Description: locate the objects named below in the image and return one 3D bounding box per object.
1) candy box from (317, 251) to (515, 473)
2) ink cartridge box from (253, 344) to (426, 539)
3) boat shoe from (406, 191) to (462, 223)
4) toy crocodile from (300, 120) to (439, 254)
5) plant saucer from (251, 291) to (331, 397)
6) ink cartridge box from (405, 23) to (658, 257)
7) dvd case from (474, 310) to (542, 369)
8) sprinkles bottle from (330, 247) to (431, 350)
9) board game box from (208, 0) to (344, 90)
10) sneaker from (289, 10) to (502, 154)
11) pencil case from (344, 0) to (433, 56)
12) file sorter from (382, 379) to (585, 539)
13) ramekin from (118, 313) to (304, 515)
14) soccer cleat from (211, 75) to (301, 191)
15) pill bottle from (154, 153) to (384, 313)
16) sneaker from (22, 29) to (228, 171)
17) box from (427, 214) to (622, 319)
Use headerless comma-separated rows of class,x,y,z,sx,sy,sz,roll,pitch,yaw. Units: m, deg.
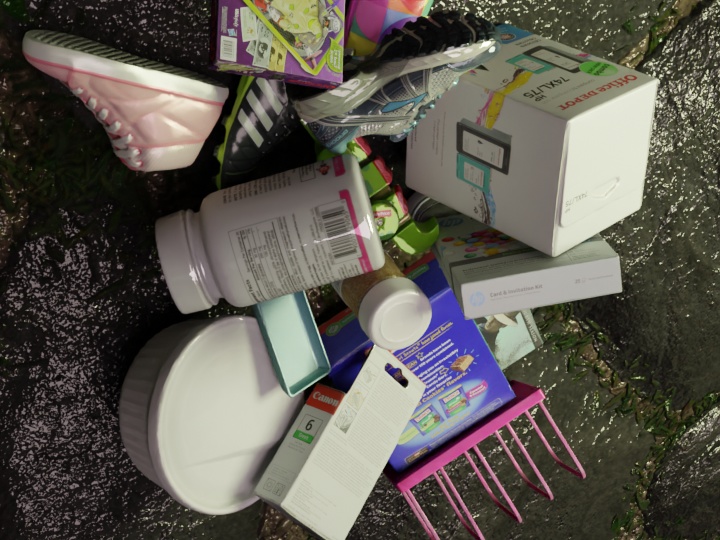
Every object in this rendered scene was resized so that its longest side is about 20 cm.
candy box,0.060,0.107,1.450,0.169,0.077,0.200,-32,130,-1
ink cartridge box,-0.018,0.178,1.369,0.109,0.050,0.201,44,69,-40
boat shoe,0.144,-0.056,1.425,0.199,0.066,0.070,2,118,-29
toy crocodile,0.004,-0.096,1.298,0.062,0.068,0.200,-35,104,9
plant saucer,-0.087,0.026,1.321,0.070,0.019,0.201,-30,107,-46
ink cartridge box,0.166,-0.134,1.280,0.146,0.199,0.147,-26,131,-37
dvd case,0.111,0.087,1.527,0.199,0.022,0.146,-32,129,-7
sprinkles bottle,0.000,0.000,1.298,0.068,0.200,0.069,-13,125,-20
board game box,-0.070,-0.265,1.128,0.119,0.032,0.202,6,79,-21
sneaker,0.039,-0.171,1.190,0.199,0.078,0.087,-19,126,12
pencil case,0.028,-0.261,1.227,0.088,0.088,0.201,7,114,-31
file sorter,0.147,0.241,1.538,0.199,0.139,0.126,-33,93,-6
ramekin,-0.159,0.143,1.331,0.202,0.094,0.204,-7,99,-46
soccer cleat,-0.087,-0.148,1.236,0.081,0.068,0.201,18,112,-3
pill bottle,-0.085,-0.031,1.220,0.199,0.114,0.114,-15,127,3
sneaker,-0.221,-0.145,1.170,0.199,0.075,0.105,12,108,-37
box,0.159,-0.017,1.297,0.155,0.200,0.041,-10,109,-2
